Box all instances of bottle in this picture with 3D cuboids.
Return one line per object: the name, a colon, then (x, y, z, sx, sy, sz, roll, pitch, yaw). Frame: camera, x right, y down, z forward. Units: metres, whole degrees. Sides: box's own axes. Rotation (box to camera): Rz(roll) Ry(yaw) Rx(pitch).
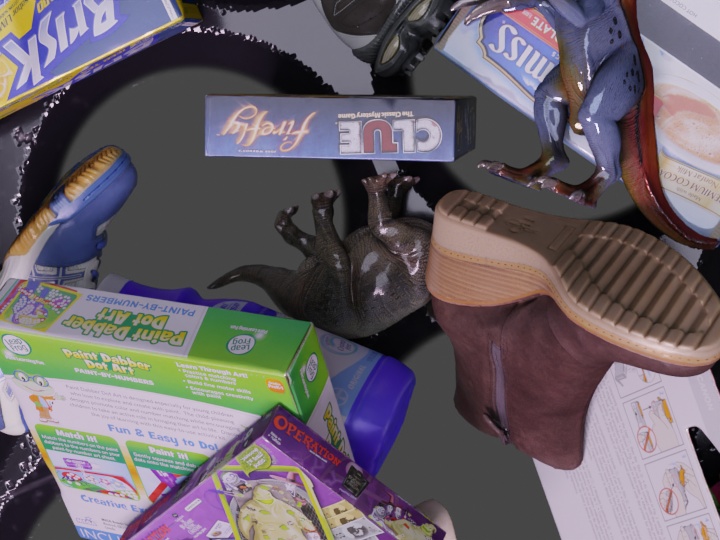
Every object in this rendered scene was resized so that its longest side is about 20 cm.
bottle: (-0.070, 0.059, 1.126, 0.199, 0.084, 0.065, 22, 125, 9)

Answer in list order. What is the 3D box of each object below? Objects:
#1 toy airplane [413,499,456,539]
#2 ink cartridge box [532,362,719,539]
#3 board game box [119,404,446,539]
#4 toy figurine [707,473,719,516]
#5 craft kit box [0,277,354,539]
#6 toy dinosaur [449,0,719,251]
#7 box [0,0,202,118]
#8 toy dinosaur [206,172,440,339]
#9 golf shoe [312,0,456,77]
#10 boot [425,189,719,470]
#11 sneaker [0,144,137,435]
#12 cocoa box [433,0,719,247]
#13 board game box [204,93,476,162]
toy airplane: (0.060, 0.249, 1.094, 0.200, 0.141, 0.199, 48, 140, 7)
ink cartridge box: (0.177, 0.127, 1.078, 0.043, 0.173, 0.201, -12, 79, -36)
board game box: (-0.051, 0.156, 1.067, 0.120, 0.032, 0.200, 35, 141, -13)
toy figurine: (0.303, 0.160, 1.105, 0.184, 0.200, 0.150, -20, 137, -15)
craft kit box: (-0.102, 0.098, 1.087, 0.199, 0.049, 0.198, 8, 140, 23)
toy dinosaur: (0.122, -0.130, 1.004, 0.200, 0.105, 0.182, 20, 92, -28)
box: (-0.203, -0.142, 1.158, 0.200, 0.070, 0.064, -25, 94, 8)
toy dinosaur: (0.000, 0.000, 1.144, 0.199, 0.077, 0.103, -15, 86, 5)
golf shoe: (0.048, -0.216, 1.121, 0.094, 0.078, 0.200, 38, 96, 3)
boot: (0.123, 0.049, 1.045, 0.200, 0.072, 0.167, 27, 143, 36)
sneaker: (-0.190, 0.014, 1.176, 0.088, 0.075, 0.200, 36, 105, -8)
cocoa box: (0.162, -0.125, 1.085, 0.200, 0.133, 0.131, 36, 100, 3)
board game box: (-0.005, -0.084, 1.075, 0.135, 0.200, 0.035, 2, 96, 7)
